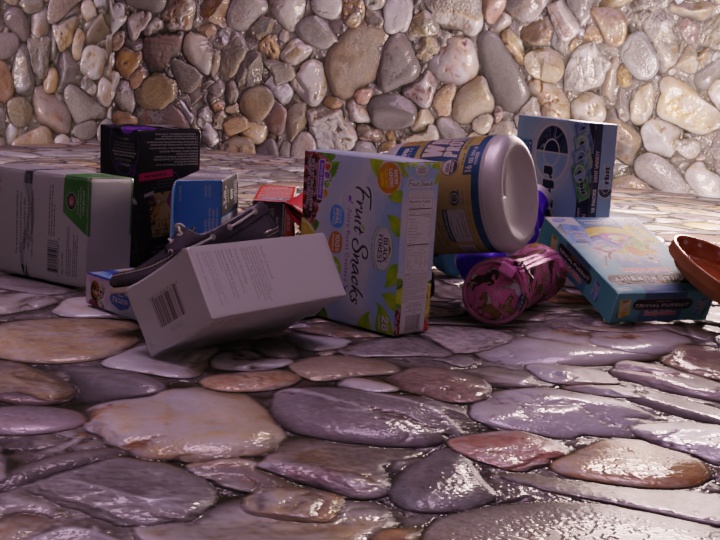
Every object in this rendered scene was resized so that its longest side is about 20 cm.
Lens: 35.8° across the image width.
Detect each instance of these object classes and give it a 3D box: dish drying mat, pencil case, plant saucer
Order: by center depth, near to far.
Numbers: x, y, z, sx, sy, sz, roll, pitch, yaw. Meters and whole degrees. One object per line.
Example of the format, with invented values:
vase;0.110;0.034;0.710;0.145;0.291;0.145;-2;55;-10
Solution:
pencil case;0.198;0.014;1.409;0.086;0.083;0.200;-4;5;25
plant saucer;0.484;0.020;1.429;0.200;0.032;0.200;23;21;-10
dish drying mat;-0.062;-0.081;1.583;0.077;0.018;0.200;41;13;-1

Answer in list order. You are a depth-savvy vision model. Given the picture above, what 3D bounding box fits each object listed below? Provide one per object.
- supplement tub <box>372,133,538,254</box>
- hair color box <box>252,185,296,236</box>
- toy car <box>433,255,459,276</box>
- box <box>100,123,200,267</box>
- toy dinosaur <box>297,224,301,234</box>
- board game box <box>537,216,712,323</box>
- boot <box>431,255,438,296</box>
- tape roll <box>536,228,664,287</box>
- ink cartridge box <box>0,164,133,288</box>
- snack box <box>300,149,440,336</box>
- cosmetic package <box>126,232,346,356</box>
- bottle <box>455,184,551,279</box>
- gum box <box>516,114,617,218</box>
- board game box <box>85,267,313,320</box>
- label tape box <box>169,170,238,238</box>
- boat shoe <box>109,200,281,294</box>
supplement tub;0.106;-0.092;1.391;0.200;0.145;0.145;-1;7;30
hair color box;-0.129;-0.063;1.676;0.064;0.111;0.200;2;11;-1
toy car;0.116;-0.124;1.709;0.184;0.200;0.177;24;-22;48
box;-0.310;-0.112;1.637;0.106;0.200;0.122;-5;13;-40
toy dinosaur;-0.052;-0.005;1.443;0.200;0.077;0.102;18;36;7
board game box;0.350;-0.005;1.486;0.151;0.047;0.200;-1;31;-22
boot;0.000;0.000;1.507;0.200;0.064;0.186;-7;28;17
tape roll;0.359;-0.021;1.703;0.202;0.071;0.202;3;11;-1
ink cartridge box;-0.406;-0.064;1.495;0.200;0.147;0.083;11;11;33
snack box;0.006;-0.038;1.315;0.169;0.200;0.068;13;15;43
cosmetic package;-0.125;0.023;1.167;0.113;0.081;0.200;-29;-12;37
bottle;0.217;-0.056;1.631;0.084;0.065;0.200;-1;35;41
gum box;0.306;-0.146;1.699;0.045;0.170;0.200;-1;11;-25
board game box;-0.191;0.028;1.337;0.199;0.041;0.200;-7;14;-44
label tape box;-0.211;-0.056;1.514;0.066;0.143;0.200;3;10;1
boat shoe;-0.186;-0.024;1.230;0.200;0.063;0.073;-18;4;-15
